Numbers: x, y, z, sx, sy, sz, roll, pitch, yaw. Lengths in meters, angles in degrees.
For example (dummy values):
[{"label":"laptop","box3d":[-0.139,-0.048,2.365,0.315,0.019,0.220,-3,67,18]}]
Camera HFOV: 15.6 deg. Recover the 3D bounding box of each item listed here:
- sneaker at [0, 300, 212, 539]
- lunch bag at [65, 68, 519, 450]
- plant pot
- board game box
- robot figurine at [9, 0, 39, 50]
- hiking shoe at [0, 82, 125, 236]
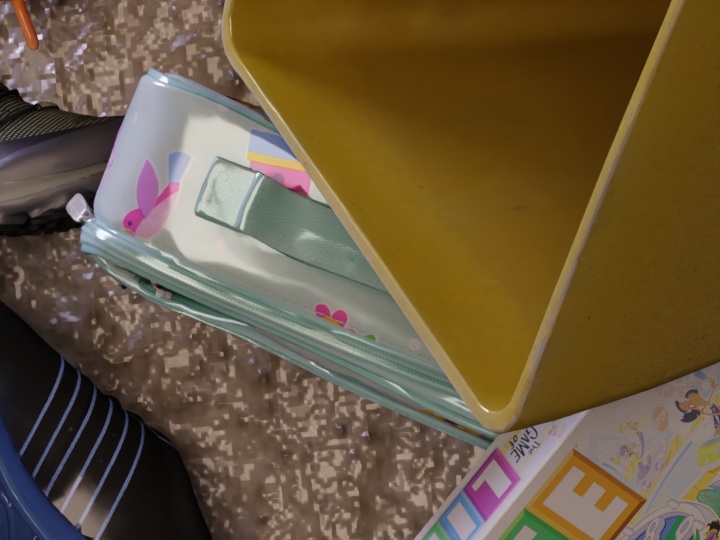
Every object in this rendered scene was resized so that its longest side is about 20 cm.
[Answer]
[{"label":"sneaker","box3d":[-0.113,0.067,0.954,0.070,0.078,0.200,-33,88,40]},{"label":"lunch bag","box3d":[0.000,0.000,0.883,0.200,0.160,0.077,22,94,-3]},{"label":"plant pot","box3d":[0.097,-0.096,0.766,0.200,0.176,0.200,55,137,41]},{"label":"board game box","box3d":[0.074,0.118,0.828,0.134,0.034,0.200,35,98,-25]},{"label":"robot figurine","box3d":[-0.141,-0.186,0.964,0.116,0.144,0.200,9,88,30]},{"label":"hiking shoe","box3d":[-0.167,-0.063,0.981,0.200,0.076,0.101,-1,89,13]}]
